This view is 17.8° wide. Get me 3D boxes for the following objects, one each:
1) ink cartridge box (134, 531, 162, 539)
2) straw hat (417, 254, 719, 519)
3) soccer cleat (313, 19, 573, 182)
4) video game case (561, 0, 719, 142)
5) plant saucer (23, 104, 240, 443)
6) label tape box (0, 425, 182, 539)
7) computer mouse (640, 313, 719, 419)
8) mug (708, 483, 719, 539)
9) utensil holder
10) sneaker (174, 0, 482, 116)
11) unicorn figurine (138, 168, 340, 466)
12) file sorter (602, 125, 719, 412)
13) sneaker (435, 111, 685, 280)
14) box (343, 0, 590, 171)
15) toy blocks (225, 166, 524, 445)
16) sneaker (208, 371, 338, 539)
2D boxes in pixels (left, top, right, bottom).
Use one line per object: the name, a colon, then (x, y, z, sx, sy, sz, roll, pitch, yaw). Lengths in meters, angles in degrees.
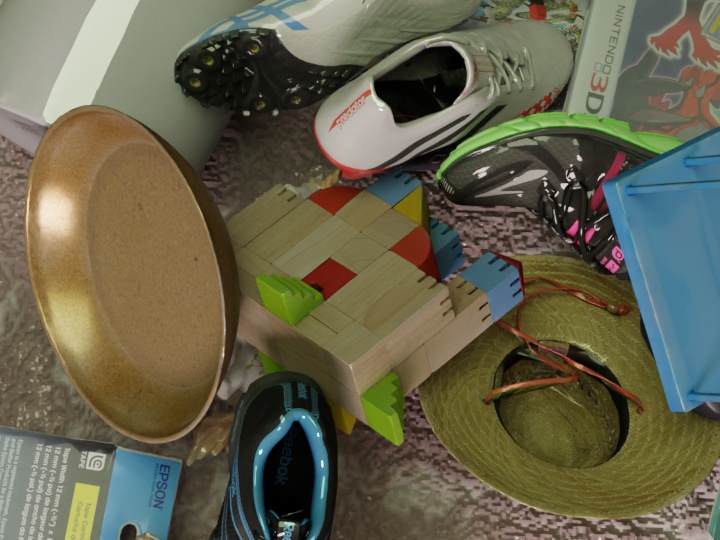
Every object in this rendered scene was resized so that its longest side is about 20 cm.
ink cartridge box: (-0.077, 0.270, 1.340, 0.200, 0.075, 0.165, 27, 79, -1)
straw hat: (0.116, 0.092, 1.373, 0.201, 0.085, 0.201, 7, 47, -8)
soccer cleat: (0.060, -0.110, 1.348, 0.200, 0.085, 0.069, -22, 76, -34)
video game case: (0.227, -0.099, 1.417, 0.200, 0.023, 0.183, 15, 73, -2)
plant saucer: (-0.127, -0.001, 1.335, 0.035, 0.200, 0.200, -17, 67, -38)
label tape box: (-0.220, 0.172, 1.418, 0.200, 0.066, 0.144, 10, 76, -2)
computer mouse: (0.185, 0.008, 1.385, 0.059, 0.034, 0.200, -11, 51, -22)
mug: (0.273, 0.121, 1.320, 0.114, 0.152, 0.185, 19, 35, 15)
utensil holder: (-0.138, -0.159, 1.449, 0.170, 0.170, 0.200, 23, 82, 14)
sneaker: (-0.018, -0.153, 1.367, 0.200, 0.072, 0.073, -22, 39, 8)
unicorn figurine: (-0.076, 0.016, 1.430, 0.074, 0.137, 0.200, 13, 100, 49)
file sorter: (0.263, -0.021, 1.286, 0.200, 0.123, 0.139, -25, 103, -31)
sneaker: (0.143, -0.040, 1.341, 0.200, 0.077, 0.084, 8, 69, -2)
box: (0.082, -0.134, 1.442, 0.200, 0.038, 0.137, -2, 74, -10)
toy blocks: (0.000, 0.000, 1.339, 0.137, 0.100, 0.200, -38, 47, -22)
sneaker: (-0.053, 0.159, 1.270, 0.073, 0.082, 0.200, 4, 95, -9)
